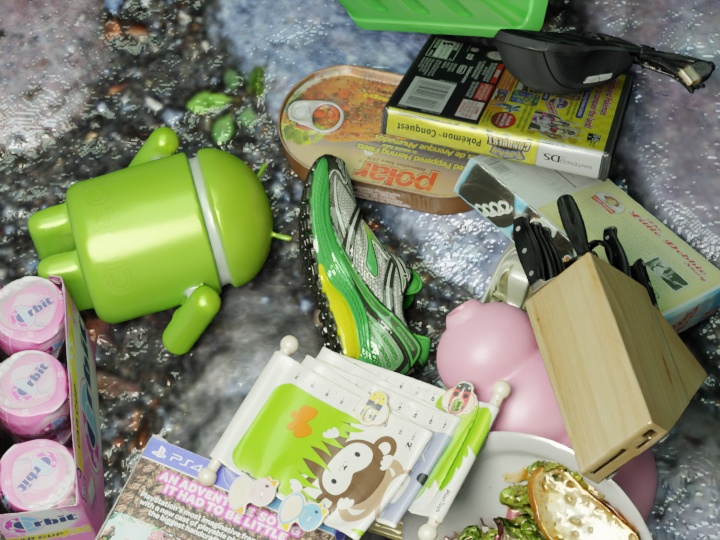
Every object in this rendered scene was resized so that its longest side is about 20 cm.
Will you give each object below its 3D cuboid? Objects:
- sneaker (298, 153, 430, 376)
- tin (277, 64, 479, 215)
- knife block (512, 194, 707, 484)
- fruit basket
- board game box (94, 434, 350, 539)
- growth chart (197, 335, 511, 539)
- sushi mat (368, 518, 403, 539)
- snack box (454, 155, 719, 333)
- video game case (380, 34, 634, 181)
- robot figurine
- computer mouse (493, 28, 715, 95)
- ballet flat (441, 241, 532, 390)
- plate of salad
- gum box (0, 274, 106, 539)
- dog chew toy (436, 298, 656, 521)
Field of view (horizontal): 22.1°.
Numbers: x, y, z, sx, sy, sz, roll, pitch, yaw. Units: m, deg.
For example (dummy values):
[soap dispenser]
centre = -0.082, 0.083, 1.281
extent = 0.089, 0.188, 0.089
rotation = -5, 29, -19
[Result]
[sneaker]
centre = 0.000, 0.000, 1.464
extent = 0.084, 0.078, 0.202
rotation = -12, 70, -12
[tin]
centre = 0.028, -0.108, 1.540
extent = 0.198, 0.042, 0.113
rotation = 13, 58, 11
[knife block]
centre = 0.155, 0.035, 1.269
extent = 0.064, 0.200, 0.176
rotation = -40, 87, 25
[fruit basket]
centre = 0.089, -0.277, 1.583
extent = 0.213, 0.216, 0.157
rotation = 10, 89, 11
[board game box]
centre = -0.117, 0.247, 1.309
extent = 0.158, 0.097, 0.201
rotation = 20, 63, 16
[growth chart]
centre = -0.008, 0.120, 1.282
extent = 0.198, 0.018, 0.146
rotation = 13, 65, 27
[sushi mat]
centre = 0.023, 0.156, 1.399
extent = 0.198, 0.012, 0.096
rotation = 16, 61, 13
[snack box]
centre = 0.181, -0.026, 1.434
extent = 0.200, 0.037, 0.116
rotation = 42, 36, 22
[video game case]
centre = 0.123, -0.135, 1.487
extent = 0.179, 0.026, 0.200
rotation = 12, 26, 8
[robot figurine]
centre = -0.159, -0.028, 1.463
extent = 0.198, 0.116, 0.177
rotation = -16, 61, -5
[computer mouse]
centre = 0.199, -0.158, 1.481
extent = 0.139, 0.199, 0.047
rotation = 19, 106, 30
[ballet flat]
centre = 0.118, 0.035, 1.432
extent = 0.069, 0.070, 0.201
rotation = 22, 64, 17
[plate of salad]
centre = 0.112, 0.208, 1.267
extent = 0.199, 0.202, 0.048
rotation = 27, 29, 19
[gum box]
centre = -0.237, 0.112, 1.389
extent = 0.065, 0.114, 0.202
rotation = -9, 59, 0
[dog chew toy]
centre = 0.125, 0.110, 1.322
extent = 0.124, 0.124, 0.201
rotation = -35, 96, -15
